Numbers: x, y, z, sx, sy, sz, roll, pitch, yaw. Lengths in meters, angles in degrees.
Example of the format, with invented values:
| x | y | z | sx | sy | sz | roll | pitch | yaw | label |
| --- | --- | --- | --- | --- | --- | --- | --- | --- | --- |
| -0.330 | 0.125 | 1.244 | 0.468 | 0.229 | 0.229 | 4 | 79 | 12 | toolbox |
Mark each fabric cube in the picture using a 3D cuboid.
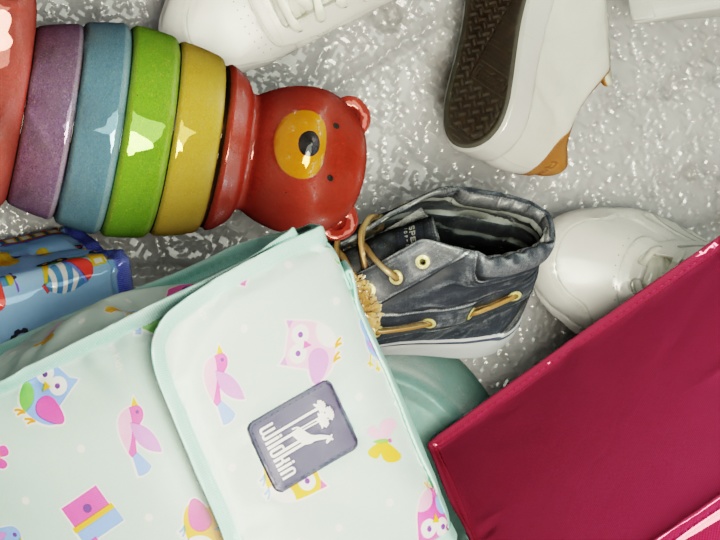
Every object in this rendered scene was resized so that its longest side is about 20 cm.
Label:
| x | y | z | sx | sy | sz | roll | pitch | yaw | label |
| --- | --- | --- | --- | --- | --- | --- | --- | --- | --- |
| 0.181 | 0.145 | 1.338 | 0.196 | 0.200 | 0.200 | -34 | 117 | 8 | fabric cube |

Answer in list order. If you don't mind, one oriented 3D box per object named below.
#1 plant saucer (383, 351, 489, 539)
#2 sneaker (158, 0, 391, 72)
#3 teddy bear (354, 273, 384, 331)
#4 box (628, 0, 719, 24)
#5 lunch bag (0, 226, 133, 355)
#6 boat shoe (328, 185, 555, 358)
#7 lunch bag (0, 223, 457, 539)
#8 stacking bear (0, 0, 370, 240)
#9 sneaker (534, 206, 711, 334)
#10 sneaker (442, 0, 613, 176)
| x | y | z | sx | sy | sz | roll | pitch | yaw | label |
| --- | --- | --- | --- | --- | --- | --- | --- | --- | --- |
| -0.004 | 0.123 | 1.411 | 0.199 | 0.036 | 0.201 | 0 | 91 | -18 | plant saucer |
| -0.014 | -0.164 | 1.372 | 0.200 | 0.100 | 0.075 | -31 | 103 | -12 | sneaker |
| -0.041 | 0.095 | 1.315 | 0.144 | 0.067 | 0.201 | -17 | 93 | 3 | teddy bear |
| 0.240 | -0.238 | 1.388 | 0.130 | 0.199 | 0.201 | -9 | 94 | -36 | box |
| -0.184 | 0.094 | 1.337 | 0.150 | 0.094 | 0.201 | -14 | 106 | -20 | lunch bag |
| 0.000 | 0.000 | 1.374 | 0.199 | 0.091 | 0.071 | -5 | 54 | -23 | boat shoe |
| -0.072 | 0.086 | 1.217 | 0.199 | 0.122 | 0.171 | -22 | 99 | 13 | lunch bag |
| -0.094 | -0.066 | 1.329 | 0.199 | 0.114 | 0.122 | 10 | 75 | -9 | stacking bear |
| 0.188 | 0.010 | 1.437 | 0.199 | 0.099 | 0.078 | 15 | 81 | -18 | sneaker |
| 0.102 | -0.147 | 1.437 | 0.084 | 0.073 | 0.201 | 22 | 80 | -42 | sneaker |
